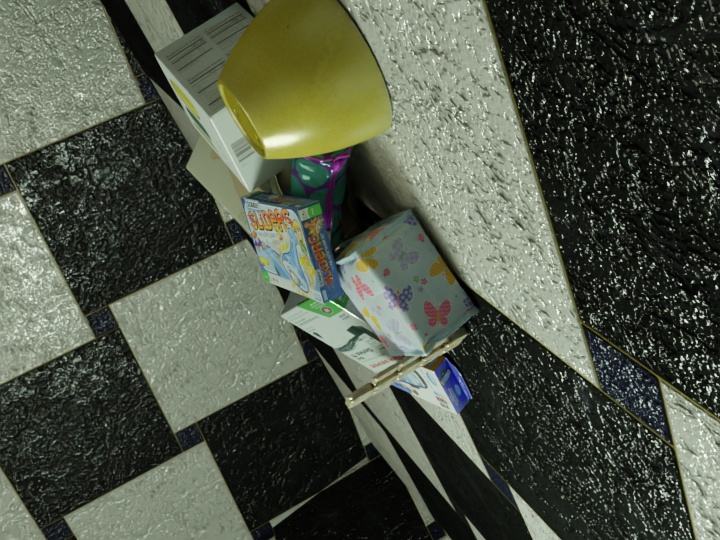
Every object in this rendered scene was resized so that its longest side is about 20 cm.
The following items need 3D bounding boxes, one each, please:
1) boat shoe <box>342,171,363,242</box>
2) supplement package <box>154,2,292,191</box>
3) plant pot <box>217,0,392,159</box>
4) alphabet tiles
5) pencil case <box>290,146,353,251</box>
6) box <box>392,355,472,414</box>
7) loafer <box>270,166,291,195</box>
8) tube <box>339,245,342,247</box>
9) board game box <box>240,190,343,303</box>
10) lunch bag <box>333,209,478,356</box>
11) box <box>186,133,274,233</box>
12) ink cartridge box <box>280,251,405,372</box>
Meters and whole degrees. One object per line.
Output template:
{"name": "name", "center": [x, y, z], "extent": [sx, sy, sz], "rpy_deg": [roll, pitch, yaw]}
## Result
{"name": "boat shoe", "center": [-0.042, -0.122, 1.279], "extent": [0.201, 0.072, 0.064], "rpy_deg": [60, -160, -50]}
{"name": "supplement package", "center": [-0.172, -0.255, 1.210], "extent": [0.200, 0.150, 0.152], "rpy_deg": [48, 168, 38]}
{"name": "plant pot", "center": [-0.078, -0.209, 0.944], "extent": [0.201, 0.141, 0.200], "rpy_deg": [53, 169, 15]}
{"name": "alphabet tiles", "center": [0.066, 0.144, 1.212], "extent": [0.015, 0.199, 0.196], "rpy_deg": [59, 170, 12]}
{"name": "pencil case", "center": [-0.057, -0.110, 1.167], "extent": [0.093, 0.084, 0.201], "rpy_deg": [53, 152, 34]}
{"name": "box", "center": [0.107, 0.183, 1.470], "extent": [0.199, 0.041, 0.120], "rpy_deg": [20, 148, 49]}
{"name": "loafer", "center": [-0.116, -0.179, 1.330], "extent": [0.070, 0.075, 0.202], "rpy_deg": [103, 148, -66]}
{"name": "tube", "center": [-0.034, -0.064, 1.473], "extent": [0.200, 0.051, 0.059], "rpy_deg": [-160, 76, -83]}
{"name": "board game box", "center": [-0.100, -0.038, 1.171], "extent": [0.199, 0.034, 0.137], "rpy_deg": [15, 124, 59]}
{"name": "lunch bag", "center": [0.046, 0.020, 1.142], "extent": [0.170, 0.127, 0.200], "rpy_deg": [54, 160, -5]}
{"name": "box", "center": [-0.201, -0.151, 1.425], "extent": [0.200, 0.078, 0.095], "rpy_deg": [43, -153, 27]}
{"name": "ink cartridge box", "center": [-0.003, 0.071, 1.307], "extent": [0.199, 0.084, 0.146], "rpy_deg": [32, 150, -19]}
